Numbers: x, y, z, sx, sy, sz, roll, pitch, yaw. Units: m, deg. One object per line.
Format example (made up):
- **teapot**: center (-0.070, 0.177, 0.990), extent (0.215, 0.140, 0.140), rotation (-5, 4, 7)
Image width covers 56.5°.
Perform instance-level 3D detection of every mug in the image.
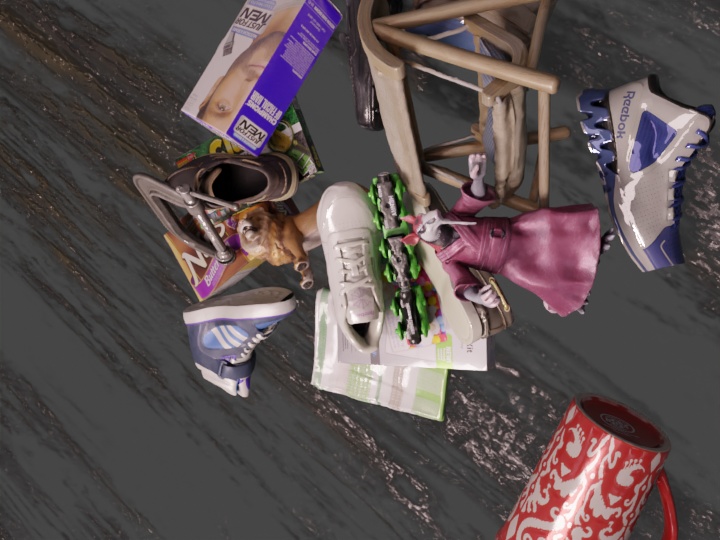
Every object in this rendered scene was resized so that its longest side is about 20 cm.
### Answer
- **mug**: center (0.265, 0.251, 0.751), extent (0.133, 0.176, 0.202), rotation (45, 121, 56)

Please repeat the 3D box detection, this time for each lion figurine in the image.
- **lion figurine**: center (-0.054, -0.060, 0.838), extent (0.198, 0.073, 0.123), rotation (-27, 53, -3)

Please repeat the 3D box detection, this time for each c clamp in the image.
- **c clamp**: center (-0.212, -0.059, 0.856), extent (0.170, 0.200, 0.027), rotation (25, 69, 13)

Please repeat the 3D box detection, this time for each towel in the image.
- **towel**: center (0.024, 0.110, 0.890), extent (0.198, 0.031, 0.151), rotation (11, 107, 27)

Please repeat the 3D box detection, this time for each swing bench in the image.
- **swing bench**: center (0.101, -0.163, 0.659), extent (0.198, 0.199, 0.131), rotation (8, 62, 20)

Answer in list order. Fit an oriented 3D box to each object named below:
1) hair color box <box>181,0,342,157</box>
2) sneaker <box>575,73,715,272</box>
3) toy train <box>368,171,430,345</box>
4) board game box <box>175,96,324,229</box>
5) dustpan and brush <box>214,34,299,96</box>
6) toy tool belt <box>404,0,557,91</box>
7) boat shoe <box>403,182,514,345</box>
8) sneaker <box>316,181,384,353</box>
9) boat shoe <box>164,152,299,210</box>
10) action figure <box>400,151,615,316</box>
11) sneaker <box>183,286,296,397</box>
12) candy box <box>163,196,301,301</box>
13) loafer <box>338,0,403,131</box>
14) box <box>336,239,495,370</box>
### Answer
- **hair color box**: center (-0.122, -0.252, 0.815), extent (0.109, 0.065, 0.201), rotation (32, 92, 39)
- **sneaker**: center (0.297, -0.104, 0.655), extent (0.114, 0.080, 0.201), rotation (-20, 89, 34)
- **toy train**: center (0.047, -0.014, 0.754), extent (0.041, 0.056, 0.202), rotation (-8, 106, 14)
- **board game box**: center (-0.149, -0.138, 0.878), extent (0.199, 0.023, 0.106), rotation (-22, 87, 26)
- **dustpan and brush**: center (-0.166, -0.207, 0.910), extent (0.139, 0.057, 0.202), rotation (30, 115, 21)
- **toy tool belt**: center (0.099, -0.268, 0.704), extent (0.198, 0.125, 0.124), rotation (19, 115, 6)
- **boat shoe**: center (0.104, -0.017, 0.749), extent (0.072, 0.060, 0.203), rotation (103, 148, -63)
- **sneaker**: center (0.000, 0.000, 0.751), extent (0.074, 0.100, 0.202), rotation (-12, 118, -7)
- **boat shoe**: center (-0.175, -0.114, 0.840), extent (0.198, 0.073, 0.075), rotation (-6, 96, 26)
- **action figure**: center (0.136, -0.032, 0.660), extent (0.198, 0.149, 0.136), rotation (12, 91, 5)
- **sneaker**: center (-0.162, 0.110, 0.976), extent (0.198, 0.081, 0.148), rotation (-9, 105, 28)
- **candy box**: center (-0.181, -0.057, 0.955), extent (0.199, 0.056, 0.117), rotation (-34, 83, 28)
- **loafer**: center (0.010, -0.268, 0.794), extent (0.070, 0.068, 0.203), rotation (7, 100, 36)
- **box**: center (0.064, 0.040, 0.826), extent (0.198, 0.041, 0.158), rotation (0, 92, 26)
